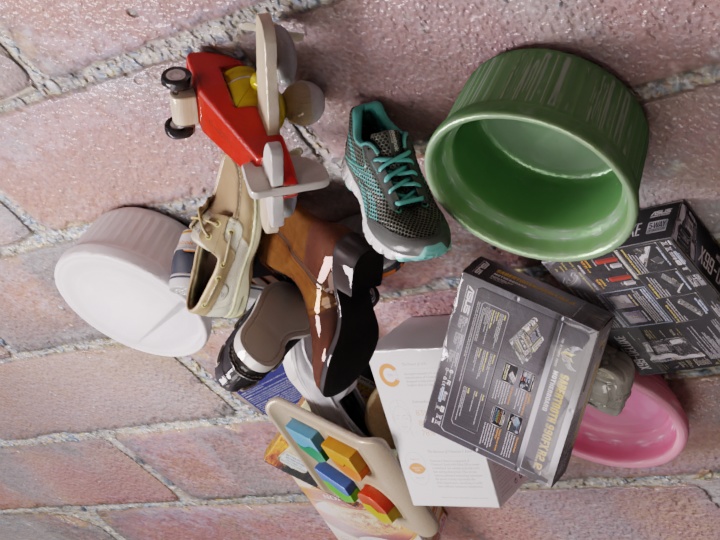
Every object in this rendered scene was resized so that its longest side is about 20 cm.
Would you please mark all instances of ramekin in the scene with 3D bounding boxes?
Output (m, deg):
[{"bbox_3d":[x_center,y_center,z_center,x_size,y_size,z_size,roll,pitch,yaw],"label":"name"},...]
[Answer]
[{"bbox_3d":[0.166,-0.108,1.387,0.199,0.098,0.200,17,148,11],"label":"ramekin"},{"bbox_3d":[-0.259,0.009,1.840,0.202,0.094,0.203,17,147,12],"label":"ramekin"}]

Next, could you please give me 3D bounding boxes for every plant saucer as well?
[{"bbox_3d":[0.279,0.152,1.739,0.200,0.051,0.201,16,147,11],"label":"plant saucer"}]

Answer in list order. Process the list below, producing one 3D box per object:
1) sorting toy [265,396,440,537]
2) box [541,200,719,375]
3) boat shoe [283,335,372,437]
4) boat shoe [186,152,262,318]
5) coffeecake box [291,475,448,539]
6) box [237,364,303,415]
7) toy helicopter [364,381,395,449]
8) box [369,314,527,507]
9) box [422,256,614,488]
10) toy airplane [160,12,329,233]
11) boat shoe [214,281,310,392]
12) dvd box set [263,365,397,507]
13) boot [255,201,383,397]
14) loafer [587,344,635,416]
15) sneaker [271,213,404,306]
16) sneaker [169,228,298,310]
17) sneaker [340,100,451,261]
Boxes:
[{"bbox_3d":[-0.015,0.243,1.844,0.200,0.037,0.185,14,145,45],"label":"sorting toy"},{"bbox_3d":[0.303,0.024,1.535,0.157,0.050,0.200,-12,133,44],"label":"box"},{"bbox_3d":[-0.035,0.137,1.841,0.068,0.072,0.201,-5,121,27],"label":"boat shoe"},{"bbox_3d":[-0.150,-0.037,1.646,0.074,0.066,0.201,41,129,54],"label":"boat shoe"},{"bbox_3d":[0.014,0.315,2.128,0.153,0.073,0.200,2,143,29],"label":"coffeecake box"},{"bbox_3d":[-0.072,0.170,1.991,0.121,0.032,0.200,-28,123,38],"label":"box"},{"bbox_3d":[0.100,0.194,1.861,0.199,0.133,0.079,14,180,-15],"label":"toy helicopter"},{"bbox_3d":[0.106,0.160,1.742,0.124,0.097,0.201,-5,109,38],"label":"box"},{"bbox_3d":[0.162,0.106,1.589,0.158,0.048,0.201,23,120,20],"label":"box"},{"bbox_3d":[-0.087,-0.139,1.468,0.200,0.141,0.200,-14,101,62],"label":"toy airplane"},{"bbox_3d":[-0.104,0.073,1.668,0.074,0.200,0.060,44,115,-7],"label":"boat shoe"},{"bbox_3d":[-0.017,0.205,1.953,0.146,0.029,0.200,28,123,-10],"label":"dvd box set"},{"bbox_3d":[-0.068,0.015,1.625,0.200,0.068,0.189,33,131,40],"label":"boot"},{"bbox_3d":[0.203,0.092,1.638,0.200,0.070,0.070,31,129,35],"label":"loafer"},{"bbox_3d":[0.000,0.000,1.689,0.200,0.078,0.112,1,147,49],"label":"sneaker"},{"bbox_3d":[-0.129,0.003,1.774,0.199,0.080,0.078,17,161,-39],"label":"sneaker"},{"bbox_3d":[0.028,-0.088,1.452,0.077,0.200,0.091,-17,133,-15],"label":"sneaker"}]
